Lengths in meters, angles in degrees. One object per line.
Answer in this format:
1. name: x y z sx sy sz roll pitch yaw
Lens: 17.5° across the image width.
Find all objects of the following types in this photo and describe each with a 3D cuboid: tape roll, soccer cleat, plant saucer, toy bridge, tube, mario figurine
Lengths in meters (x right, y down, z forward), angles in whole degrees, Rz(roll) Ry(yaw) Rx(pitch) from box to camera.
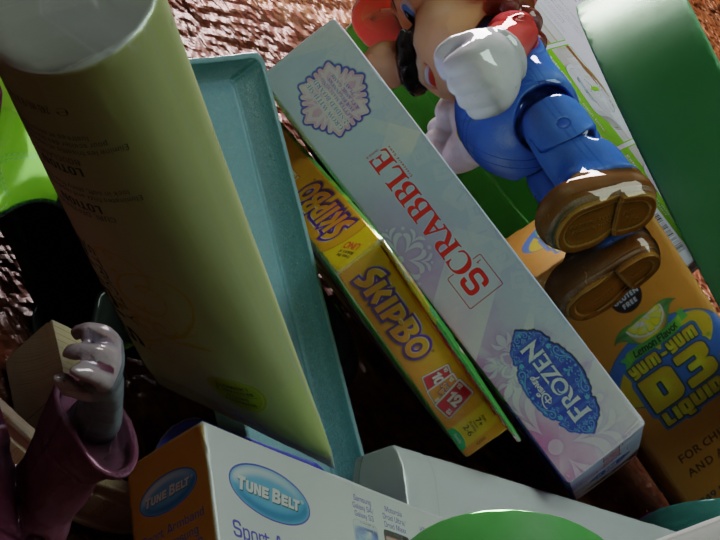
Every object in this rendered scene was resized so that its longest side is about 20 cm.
1. tape roll: 0.162 -0.041 1.052 0.201 0.048 0.201 60 11 -20
2. soccer cleat: -0.075 0.006 0.842 0.200 0.067 0.081 41 51 -37
3. plant saucer: -0.034 0.024 0.815 0.070 0.019 0.201 -14 90 -59
4. toy bridge: -0.098 0.049 0.765 0.200 0.027 0.067 29 31 -42
5. tube: -0.058 -0.009 0.702 0.201 0.052 0.058 72 0 -50
6. mario figurine: 0.047 -0.068 1.006 0.105 0.124 0.201 1 45 -34

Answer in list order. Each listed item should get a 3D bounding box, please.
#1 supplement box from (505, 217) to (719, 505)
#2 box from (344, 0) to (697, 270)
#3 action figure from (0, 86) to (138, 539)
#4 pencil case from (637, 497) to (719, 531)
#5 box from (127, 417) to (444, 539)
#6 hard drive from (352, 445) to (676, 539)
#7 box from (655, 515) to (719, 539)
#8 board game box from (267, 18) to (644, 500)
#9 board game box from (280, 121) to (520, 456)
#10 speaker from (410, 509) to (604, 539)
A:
1. supplement box: 0.146 0.055 1.084 0.200 0.066 0.069 54 0 -17
2. box: 0.094 -0.066 1.207 0.200 0.097 0.176 51 22 6
3. action figure: -0.135 0.041 0.645 0.149 0.133 0.201 158 -85 -78
4. pencil case: 0.176 0.189 0.968 0.093 0.085 0.201 57 10 -50
5. box: -0.012 0.136 0.720 0.119 0.041 0.201 26 46 -43
6. hard drive: 0.073 0.148 0.872 0.199 0.027 0.133 21 55 -48
7. box: 0.124 0.206 0.748 0.152 0.106 0.201 52 25 -34
8. board game box: 0.044 0.004 0.987 0.200 0.041 0.200 53 0 10
9. board game box: 0.000 0.000 0.914 0.096 0.030 0.200 55 -5 -27
10. speaker: 0.040 0.169 0.648 0.088 0.088 0.201 35 40 -30
